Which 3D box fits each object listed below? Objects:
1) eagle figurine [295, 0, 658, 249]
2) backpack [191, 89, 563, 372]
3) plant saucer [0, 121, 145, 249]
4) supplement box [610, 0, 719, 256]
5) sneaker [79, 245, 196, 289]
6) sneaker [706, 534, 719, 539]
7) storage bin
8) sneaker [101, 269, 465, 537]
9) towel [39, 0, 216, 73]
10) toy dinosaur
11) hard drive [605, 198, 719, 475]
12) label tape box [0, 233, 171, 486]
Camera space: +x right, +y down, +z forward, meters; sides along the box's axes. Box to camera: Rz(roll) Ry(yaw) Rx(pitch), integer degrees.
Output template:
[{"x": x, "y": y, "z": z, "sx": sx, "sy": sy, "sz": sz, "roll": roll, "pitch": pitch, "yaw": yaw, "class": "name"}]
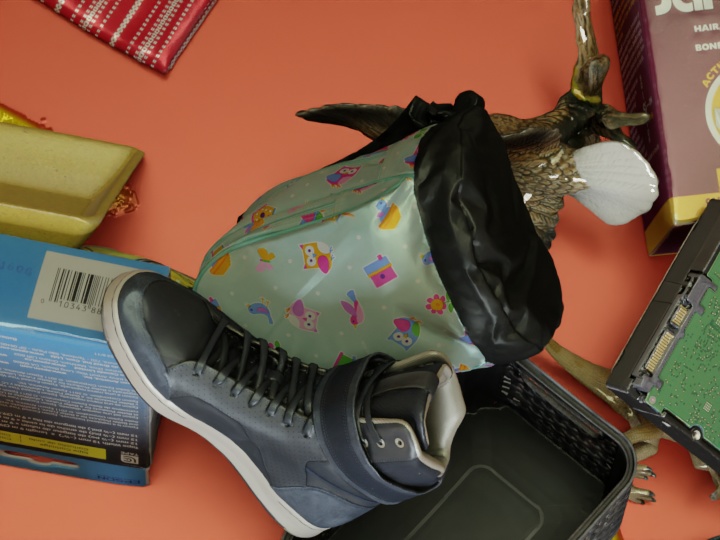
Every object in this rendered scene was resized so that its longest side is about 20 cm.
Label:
[{"x": 0.074, "y": -0.069, "z": 1.326, "sx": 0.200, "sy": 0.151, "sz": 0.152, "roll": -26, "pitch": 91, "yaw": -18, "class": "eagle figurine"}, {"x": 0.000, "y": 0.000, "z": 1.223, "sx": 0.200, "sy": 0.127, "sz": 0.167, "roll": -15, "pitch": 103, "yaw": 25, "class": "backpack"}, {"x": -0.246, "y": -0.051, "z": 1.285, "sx": 0.200, "sy": 0.200, "sz": 0.048, "roll": 11, "pitch": 106, "yaw": 0, "class": "plant saucer"}, {"x": 0.243, "y": -0.120, "z": 1.352, "sx": 0.131, "sy": 0.103, "sz": 0.200, "roll": -7, "pitch": 78, "yaw": -3, "class": "supplement box"}, {"x": -0.110, "y": 0.041, "z": 1.315, "sx": 0.200, "sy": 0.076, "sz": 0.075, "roll": 17, "pitch": 76, "yaw": -2, "class": "sneaker"}, {"x": 0.264, "y": 0.254, "z": 1.292, "sx": 0.082, "sy": 0.073, "sz": 0.200, "roll": -39, "pitch": 84, "yaw": -11, "class": "sneaker"}, {"x": 0.059, "y": 0.158, "z": 1.268, "sx": 0.135, "sy": 0.094, "sz": 0.200, "roll": 39, "pitch": 70, "yaw": 18, "class": "storage bin"}, {"x": -0.033, "y": 0.057, "z": 1.138, "sx": 0.202, "sy": 0.146, "sz": 0.077, "roll": 45, "pitch": 47, "yaw": -24, "class": "sneaker"}, {"x": -0.177, "y": -0.240, "z": 1.397, "sx": 0.200, "sy": 0.022, "sz": 0.145, "roll": 32, "pitch": 80, "yaw": 4, "class": "towel"}, {"x": 0.187, "y": 0.093, "z": 1.340, "sx": 0.200, "sy": 0.058, "sz": 0.101, "roll": 16, "pitch": 63, "yaw": -7, "class": "toy dinosaur"}, {"x": 0.257, "y": 0.065, "z": 1.293, "sx": 0.200, "sy": 0.038, "sz": 0.140, "roll": 36, "pitch": 78, "yaw": -29, "class": "hard drive"}, {"x": -0.191, "y": 0.057, "z": 1.257, "sx": 0.143, "sy": 0.200, "sz": 0.066, "roll": 10, "pitch": 62, "yaw": 0, "class": "label tape box"}]
